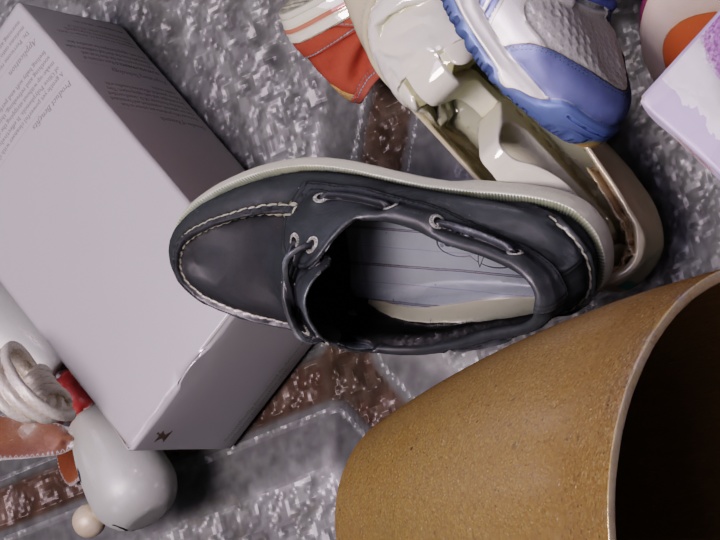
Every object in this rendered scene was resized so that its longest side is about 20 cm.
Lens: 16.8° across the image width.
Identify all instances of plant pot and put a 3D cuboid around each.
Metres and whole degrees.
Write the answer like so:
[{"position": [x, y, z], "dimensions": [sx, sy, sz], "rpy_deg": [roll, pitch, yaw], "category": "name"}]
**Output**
[{"position": [0.088, 0.100, 0.971], "dimensions": [0.199, 0.186, 0.187], "rpy_deg": [-8, 82, 47], "category": "plant pot"}]

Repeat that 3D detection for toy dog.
[{"position": [-0.178, 0.059, 1.174], "dimensions": [0.096, 0.132, 0.200], "rpy_deg": [-47, 43, 12], "category": "toy dog"}]

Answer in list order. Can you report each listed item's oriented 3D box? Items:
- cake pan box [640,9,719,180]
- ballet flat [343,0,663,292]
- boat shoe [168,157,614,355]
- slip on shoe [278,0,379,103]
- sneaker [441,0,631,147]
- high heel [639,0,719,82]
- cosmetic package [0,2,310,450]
[{"position": [0.233, -0.061, 0.883], "dimensions": [0.200, 0.052, 0.184], "rpy_deg": [45, 99, 11], "category": "cake pan box"}, {"position": [0.053, -0.070, 1.014], "dimensions": [0.069, 0.069, 0.200], "rpy_deg": [-41, 92, 24], "category": "ballet flat"}, {"position": [0.001, 0.002, 0.998], "dimensions": [0.198, 0.066, 0.075], "rpy_deg": [6, 120, 23], "category": "boat shoe"}, {"position": [0.059, -0.132, 1.065], "dimensions": [0.199, 0.074, 0.061], "rpy_deg": [-25, 108, 24], "category": "slip on shoe"}, {"position": [0.071, -0.149, 0.967], "dimensions": [0.088, 0.075, 0.201], "rpy_deg": [-31, 70, 26], "category": "sneaker"}, {"position": [0.148, -0.148, 0.988], "dimensions": [0.067, 0.096, 0.201], "rpy_deg": [2, 127, 21], "category": "high heel"}, {"position": [-0.112, -0.020, 1.152], "dimensions": [0.108, 0.085, 0.200], "rpy_deg": [-50, 64, 20], "category": "cosmetic package"}]
